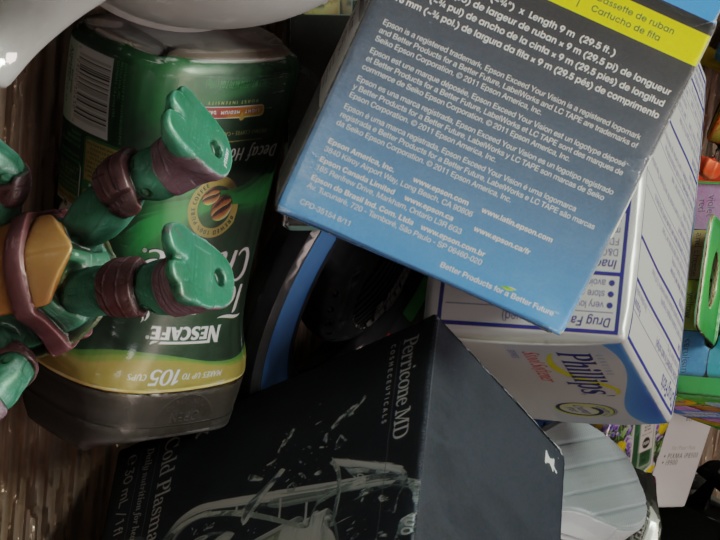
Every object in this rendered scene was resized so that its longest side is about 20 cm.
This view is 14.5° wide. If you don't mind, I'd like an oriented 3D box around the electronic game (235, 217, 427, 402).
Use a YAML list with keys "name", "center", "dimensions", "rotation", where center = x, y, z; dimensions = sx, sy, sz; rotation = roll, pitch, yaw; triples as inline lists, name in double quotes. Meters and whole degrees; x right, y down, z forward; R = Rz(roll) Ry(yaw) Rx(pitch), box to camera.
- name: "electronic game"
  center: [0.000, 0.000, 1.432]
  dimensions: [0.200, 0.042, 0.200]
  rotation: [-49, 158, -28]

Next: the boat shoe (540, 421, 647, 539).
- name: "boat shoe"
  center: [0.087, 0.122, 1.521]
  dimensions: [0.062, 0.072, 0.200]
  rotation: [-30, 160, 27]

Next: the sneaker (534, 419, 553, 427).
- name: "sneaker"
  center: [0.055, 0.121, 1.586]
  dimensions: [0.200, 0.070, 0.078]
  rotation: [-31, 141, -31]

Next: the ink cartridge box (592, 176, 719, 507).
- name: "ink cartridge box"
  center: [0.177, 0.042, 1.686]
  dimensions: [0.109, 0.050, 0.200]
  rotation: [4, 107, -49]

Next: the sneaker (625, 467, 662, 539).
- name: "sneaker"
  center: [0.103, 0.198, 1.640]
  dimensions: [0.086, 0.080, 0.200]
  rotation: [26, 105, -8]

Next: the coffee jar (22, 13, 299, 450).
- name: "coffee jar"
  center: [-0.096, -0.016, 1.318]
  dimensions: [0.104, 0.085, 0.200]
  rotation: [-7, 115, -43]

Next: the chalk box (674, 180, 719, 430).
- name: "chalk box"
  center: [0.222, 0.021, 1.578]
  dimensions: [0.200, 0.124, 0.125]
  rotation: [23, 74, -54]

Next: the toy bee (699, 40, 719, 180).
- name: "toy bee"
  center: [0.217, -0.105, 1.594]
  dimensions: [0.200, 0.131, 0.109]
  rotation: [-4, 121, -64]

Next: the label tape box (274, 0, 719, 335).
- name: "label tape box"
  center: [0.067, -0.093, 1.258]
  dimensions: [0.063, 0.144, 0.200]
  rotation: [-85, -160, -73]

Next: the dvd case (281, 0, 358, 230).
- name: "dvd case"
  center: [0.037, -0.118, 1.332]
  dimensions: [0.022, 0.146, 0.200]
  rotation: [64, 26, -84]

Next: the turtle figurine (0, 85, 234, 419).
- name: "turtle figurine"
  center: [-0.149, -0.003, 1.231]
  dimensions: [0.101, 0.200, 0.150]
  rotation: [7, 68, -61]

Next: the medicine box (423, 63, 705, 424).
- name: "medicine box"
  center: [0.108, -0.038, 1.432]
  dimensions: [0.182, 0.103, 0.200]
  rotation: [49, 47, -69]

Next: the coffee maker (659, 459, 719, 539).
- name: "coffee maker"
  center: [0.229, 0.233, 1.729]
  dimensions: [0.192, 0.200, 0.135]
  rotation: [-45, 137, -23]

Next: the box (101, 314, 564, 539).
- name: "box"
  center: [-0.018, 0.158, 1.325]
  dimensions: [0.124, 0.196, 0.200]
  rotation: [48, 31, -33]

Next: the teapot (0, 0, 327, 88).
- name: "teapot"
  center: [-0.074, -0.175, 1.212]
  dimensions: [0.200, 0.198, 0.146]
  rotation: [6, 143, -30]
